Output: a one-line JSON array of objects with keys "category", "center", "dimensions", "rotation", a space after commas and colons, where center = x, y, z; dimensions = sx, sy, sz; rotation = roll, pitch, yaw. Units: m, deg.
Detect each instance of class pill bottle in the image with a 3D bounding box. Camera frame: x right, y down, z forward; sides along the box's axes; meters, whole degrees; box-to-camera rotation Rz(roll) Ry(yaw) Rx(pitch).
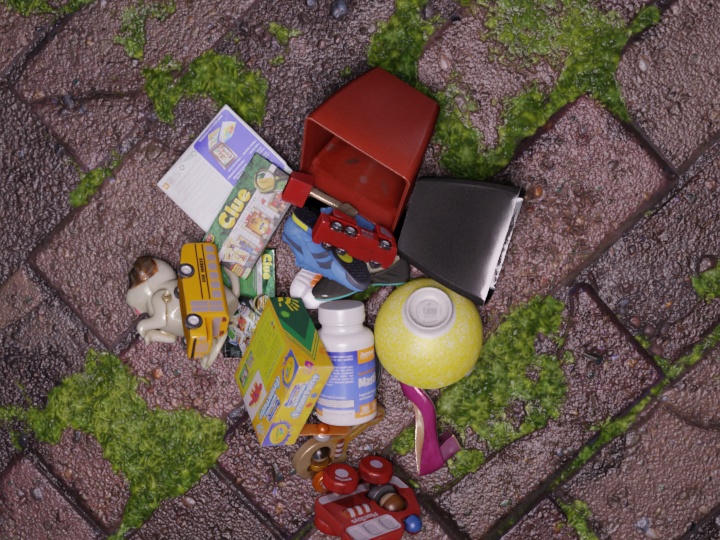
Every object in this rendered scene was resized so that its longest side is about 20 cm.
[{"category": "pill bottle", "center": [-0.028, 0.159, 1.605], "dimensions": [0.110, 0.112, 0.204], "rotation": [-2, 101, 4]}]

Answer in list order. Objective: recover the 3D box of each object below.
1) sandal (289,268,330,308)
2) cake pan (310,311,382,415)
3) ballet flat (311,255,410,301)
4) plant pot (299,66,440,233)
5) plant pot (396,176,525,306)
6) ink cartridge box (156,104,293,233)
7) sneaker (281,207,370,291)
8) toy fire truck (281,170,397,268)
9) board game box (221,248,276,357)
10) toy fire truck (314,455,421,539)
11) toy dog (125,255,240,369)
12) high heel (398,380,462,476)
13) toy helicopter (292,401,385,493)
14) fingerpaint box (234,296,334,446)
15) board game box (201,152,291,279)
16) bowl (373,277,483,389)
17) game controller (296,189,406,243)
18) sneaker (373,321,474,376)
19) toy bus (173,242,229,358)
[{"category": "sandal", "center": [-0.048, -0.013, 1.664], "dimensions": [0.079, 0.059, 0.207], "rotation": [38, 76, 0]}, {"category": "cake pan", "center": [-0.057, 0.177, 1.691], "dimensions": [0.196, 0.037, 0.204], "rotation": [0, 96, 4]}, {"category": "ballet flat", "center": [0.000, 0.000, 1.607], "dimensions": [0.197, 0.068, 0.070], "rotation": [-13, 114, -32]}, {"category": "plant pot", "center": [0.029, -0.219, 1.556], "dimensions": [0.198, 0.200, 0.177], "rotation": [33, 68, 7]}, {"category": "plant pot", "center": [0.170, -0.071, 1.580], "dimensions": [0.175, 0.199, 0.203], "rotation": [20, 97, 11]}, {"category": "ink cartridge box", "center": [-0.235, -0.159, 1.664], "dimensions": [0.200, 0.043, 0.198], "rotation": [44, 97, 0]}, {"category": "sneaker", "center": [-0.061, -0.019, 1.557], "dimensions": [0.200, 0.066, 0.079], "rotation": [44, 119, 26]}, {"category": "toy fire truck", "center": [-0.035, -0.086, 1.553], "dimensions": [0.197, 0.142, 0.049], "rotation": [20, 121, -18]}, {"category": "board game box", "center": [-0.206, 0.061, 1.696], "dimensions": [0.103, 0.023, 0.204], "rotation": [1, 97, 6]}, {"category": "toy fire truck", "center": [0.020, 0.426, 1.623], "dimensions": [0.198, 0.167, 0.114], "rotation": [-4, 116, -38]}, {"category": "toy dog", "center": [-0.331, 0.052, 1.639], "dimensions": [0.198, 0.140, 0.196], "rotation": [27, 84, 10]}, {"category": "high heel", "center": [0.100, 0.278, 1.672], "dimensions": [0.095, 0.067, 0.201], "rotation": [-34, 96, -4]}, {"category": "toy helicopter", "center": [-0.041, 0.301, 1.670], "dimensions": [0.199, 0.079, 0.133], "rotation": [-35, 135, -11]}, {"category": "fingerpaint box", "center": [-0.137, 0.176, 1.597], "dimensions": [0.072, 0.168, 0.202], "rotation": [3, 130, -32]}, {"category": "board game box", "center": [-0.195, -0.096, 1.629], "dimensions": [0.104, 0.023, 0.202], "rotation": [32, 97, 4]}, {"category": "bowl", "center": [0.118, 0.089, 1.574], "dimensions": [0.196, 0.108, 0.203], "rotation": [-1, 61, 2]}, {"category": "game controller", "center": [-0.015, -0.084, 1.630], "dimensions": [0.196, 0.042, 0.106], "rotation": [-7, 75, -5]}, {"category": "sneaker", "center": [0.126, 0.111, 1.664], "dimensions": [0.198, 0.076, 0.106], "rotation": [25, 79, 1]}, {"category": "toy bus", "center": [-0.270, 0.049, 1.544], "dimensions": [0.077, 0.202, 0.066], "rotation": [-1, 140, -20]}]
